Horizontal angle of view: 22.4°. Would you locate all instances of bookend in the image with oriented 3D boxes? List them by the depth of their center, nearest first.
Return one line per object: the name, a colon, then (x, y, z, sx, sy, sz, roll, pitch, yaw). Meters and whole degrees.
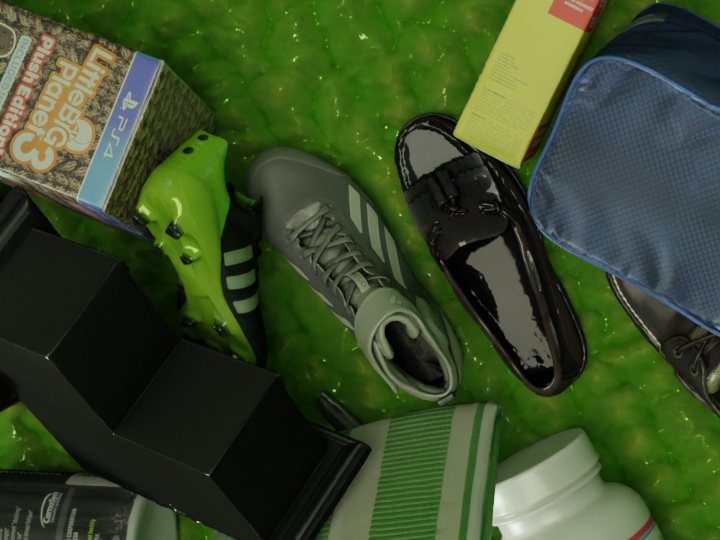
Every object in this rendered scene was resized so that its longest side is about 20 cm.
bookend: (-0.127, 0.064, 1.111, 0.198, 0.200, 0.092, 17, 62, 38)

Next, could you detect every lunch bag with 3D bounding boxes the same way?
lunch bag: (0.215, -0.062, 1.079, 0.199, 0.132, 0.136, 31, 125, 9)

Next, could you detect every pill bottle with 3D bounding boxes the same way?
pill bottle: (0.152, 0.208, 1.151, 0.108, 0.109, 0.201, -28, 91, 16)
pill bottle: (-0.233, 0.189, 1.242, 0.198, 0.106, 0.107, 1, 99, 13)

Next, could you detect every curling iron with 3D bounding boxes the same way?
curling iron: (0.036, 0.161, 1.214, 0.050, 0.026, 0.200, -40, 88, 13)

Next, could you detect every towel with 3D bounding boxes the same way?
towel: (-0.006, 0.153, 1.146, 0.199, 0.153, 0.023, -18, 123, 22)

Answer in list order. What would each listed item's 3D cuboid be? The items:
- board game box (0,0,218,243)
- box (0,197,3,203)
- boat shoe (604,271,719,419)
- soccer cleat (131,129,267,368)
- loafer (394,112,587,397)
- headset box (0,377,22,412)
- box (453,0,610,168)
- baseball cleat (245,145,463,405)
board game box: (-0.212, -0.104, 1.152, 0.199, 0.159, 0.097, 21, 86, 9)
box: (-0.327, -0.041, 1.179, 0.160, 0.200, 0.049, 2, 78, 13)
boat shoe: (0.230, 0.052, 1.129, 0.072, 0.065, 0.200, -44, 87, 18)
soccer cleat: (-0.087, -0.003, 1.166, 0.067, 0.081, 0.201, 21, 148, 27)
loafer: (0.083, -0.010, 1.155, 0.072, 0.063, 0.201, -30, 91, 16)
headset box: (-0.312, 0.088, 1.223, 0.199, 0.149, 0.075, -26, 92, 15)
box: (0.125, -0.165, 1.116, 0.050, 0.075, 0.201, 28, 103, 7)
baseball cleat: (0.000, 0.000, 1.155, 0.070, 0.106, 0.200, -43, 92, 4)
